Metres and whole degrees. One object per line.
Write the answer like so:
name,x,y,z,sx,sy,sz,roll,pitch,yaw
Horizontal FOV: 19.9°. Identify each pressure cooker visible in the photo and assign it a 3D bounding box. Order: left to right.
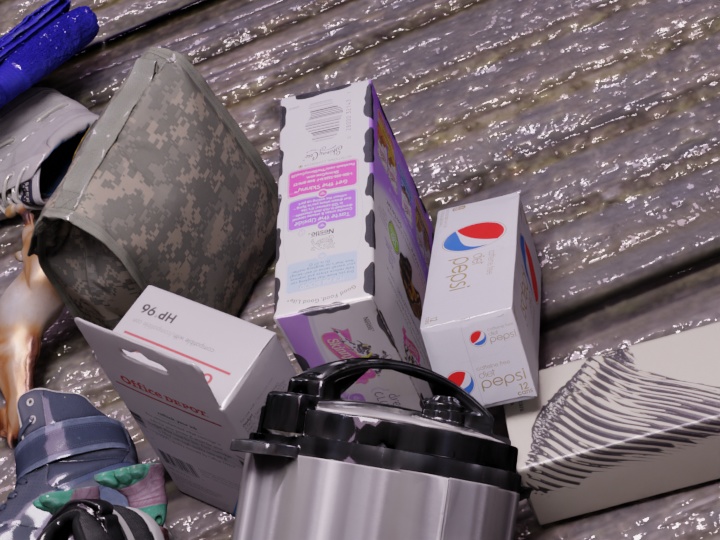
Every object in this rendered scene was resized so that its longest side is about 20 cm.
pressure cooker,0.011,0.155,1.243,0.177,0.176,0.201,8,84,10

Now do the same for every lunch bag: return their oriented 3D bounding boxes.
lunch bag,-0.155,-0.045,1.497,0.117,0.200,0.165,12,57,29

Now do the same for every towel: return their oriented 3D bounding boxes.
towel,-0.319,-0.151,1.688,0.147,0.050,0.200,-19,19,47

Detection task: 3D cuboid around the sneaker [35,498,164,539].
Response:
sneaker,-0.155,0.234,1.206,0.073,0.112,0.201,-19,71,18

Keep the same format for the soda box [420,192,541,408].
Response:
soda box,0.084,0.019,1.385,0.063,0.068,0.200,-13,22,11

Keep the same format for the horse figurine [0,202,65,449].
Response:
horse figurine,-0.254,0.023,1.555,0.132,0.050,0.201,21,82,54

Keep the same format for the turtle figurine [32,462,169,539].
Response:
turtle figurine,-0.146,0.232,1.314,0.149,0.101,0.201,-19,77,18

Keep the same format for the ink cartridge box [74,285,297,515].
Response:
ink cartridge box,-0.097,0.084,1.364,0.116,0.200,0.068,19,60,33

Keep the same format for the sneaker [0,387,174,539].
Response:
sneaker,-0.244,0.168,1.426,0.201,0.077,0.147,-19,58,-8

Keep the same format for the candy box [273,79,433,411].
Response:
candy box,0.000,0.000,1.419,0.071,0.168,0.201,-12,48,13

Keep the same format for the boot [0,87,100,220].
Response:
boot,-0.292,-0.071,1.659,0.095,0.074,0.200,23,62,43

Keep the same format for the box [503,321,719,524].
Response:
box,0.196,0.094,1.328,0.199,0.069,0.082,-17,46,8
